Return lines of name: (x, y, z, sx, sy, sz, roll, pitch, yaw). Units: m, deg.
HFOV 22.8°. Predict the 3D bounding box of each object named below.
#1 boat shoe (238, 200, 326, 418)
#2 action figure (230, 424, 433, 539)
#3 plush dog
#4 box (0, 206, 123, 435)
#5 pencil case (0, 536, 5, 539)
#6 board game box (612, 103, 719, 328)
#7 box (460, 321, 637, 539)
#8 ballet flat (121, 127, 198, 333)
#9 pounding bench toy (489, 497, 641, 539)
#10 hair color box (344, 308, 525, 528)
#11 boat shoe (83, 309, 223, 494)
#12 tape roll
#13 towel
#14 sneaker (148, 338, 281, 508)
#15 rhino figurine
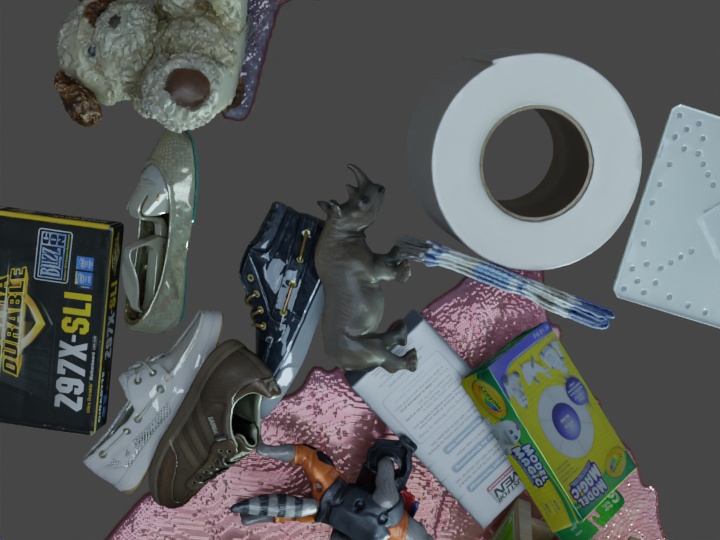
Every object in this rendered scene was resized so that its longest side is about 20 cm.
boat shoe: (-0.086, 0.036, 1.725, 0.090, 0.071, 0.201, 25, 87, -11)
action figure: (-0.026, 0.251, 1.734, 0.192, 0.105, 0.201, 16, 114, 6)
plush dog: (-0.196, -0.205, 1.650, 0.170, 0.161, 0.201, 9, 69, 4)
box: (-0.311, 0.044, 1.680, 0.158, 0.049, 0.202, 8, 98, 5)
pencil case: (-0.338, 0.300, 1.716, 0.199, 0.084, 0.086, 33, 113, -12)
board game box: (0.371, -0.045, 1.799, 0.199, 0.026, 0.201, 16, 97, -10)
box: (0.191, 0.163, 1.743, 0.117, 0.048, 0.201, -33, 93, -47)
ballet flat: (-0.192, -0.037, 1.689, 0.062, 0.067, 0.202, -4, 101, -40)
pounding bench toy: (0.186, 0.357, 1.782, 0.155, 0.125, 0.201, 20, 126, -12)
hair color box: (0.088, 0.146, 1.769, 0.099, 0.061, 0.200, -43, 102, 0)
boat shoe: (-0.200, 0.117, 1.716, 0.069, 0.071, 0.201, 30, 95, -12)
tape roll: (0.152, -0.109, 1.698, 0.201, 0.139, 0.204, -1, 98, -8)
towel: (0.133, 0.010, 1.710, 0.199, 0.147, 0.024, 21, 91, -12)
sneaker: (-0.138, 0.162, 1.685, 0.075, 0.070, 0.201, 38, 123, 22)
rhino figurine: (0.000, 0.000, 1.680, 0.087, 0.060, 0.202, -7, 96, -13)
